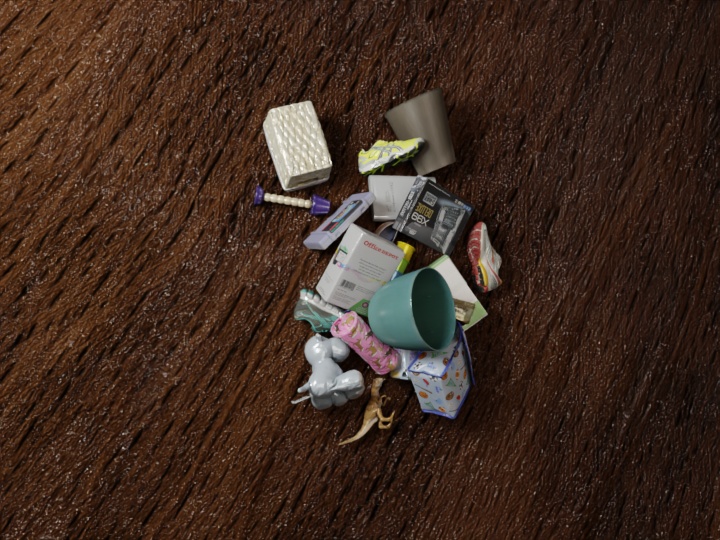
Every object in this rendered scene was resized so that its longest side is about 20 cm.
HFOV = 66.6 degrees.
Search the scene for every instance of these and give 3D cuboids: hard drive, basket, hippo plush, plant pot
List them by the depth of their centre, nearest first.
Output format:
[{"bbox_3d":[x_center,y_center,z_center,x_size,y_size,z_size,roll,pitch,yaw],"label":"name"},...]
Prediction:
[{"bbox_3d":[0.116,0.104,1.354,0.200,0.160,0.202,18,67,-48],"label":"plant pot"},{"bbox_3d":[-0.094,0.255,1.405,0.199,0.160,0.162,-2,57,-23],"label":"hippo plush"},{"bbox_3d":[-0.163,-0.329,1.445,0.135,0.123,0.201,-18,89,-16],"label":"basket"},{"bbox_3d":[0.183,-0.380,1.541,0.136,0.179,0.201,-34,103,-59],"label":"basket"},{"bbox_3d":[0.124,-0.203,1.551,0.198,0.027,0.133,-1,74,-16],"label":"hard drive"}]

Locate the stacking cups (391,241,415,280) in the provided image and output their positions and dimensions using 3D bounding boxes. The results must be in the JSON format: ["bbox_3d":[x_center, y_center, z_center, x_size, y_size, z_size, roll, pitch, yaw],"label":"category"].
[{"bbox_3d":[0.090,0.023,1.510,0.060,0.060,0.201,23,81,-12],"label":"stacking cups"}]

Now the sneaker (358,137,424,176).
[{"bbox_3d":[0.078,-0.326,1.496,0.199,0.075,0.077,-18,83,20],"label":"sneaker"}]

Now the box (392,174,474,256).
[{"bbox_3d":[0.201,-0.147,1.504,0.199,0.050,0.159,24,96,-36],"label":"box"}]

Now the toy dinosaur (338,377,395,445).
[{"bbox_3d":[0.032,0.389,1.456,0.106,0.060,0.201,19,72,12],"label":"toy dinosaur"}]

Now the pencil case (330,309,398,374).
[{"bbox_3d":[0.014,0.186,1.396,0.200,0.083,0.087,45,30,-30],"label":"pencil case"}]

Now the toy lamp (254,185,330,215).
[{"bbox_3d":[-0.180,-0.185,1.458,0.198,0.058,0.059,10,81,-15],"label":"toy lamp"}]

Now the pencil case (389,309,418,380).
[{"bbox_3d":[0.127,0.197,1.480,0.083,0.091,0.202,2,79,22],"label":"pencil case"}]

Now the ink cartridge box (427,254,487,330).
[{"bbox_3d":[0.237,0.078,1.527,0.145,0.048,0.201,-35,95,1],"label":"ink cartridge box"}]

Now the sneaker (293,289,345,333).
[{"bbox_3d":[-0.089,0.133,1.446,0.199,0.078,0.092,32,92,-6],"label":"sneaker"}]

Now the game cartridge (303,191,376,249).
[{"bbox_3d":[-0.056,-0.133,1.447,0.200,0.129,0.038,-46,106,-16],"label":"game cartridge"}]

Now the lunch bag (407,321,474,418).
[{"bbox_3d":[0.231,0.256,1.447,0.200,0.123,0.171,-50,135,-40],"label":"lunch bag"}]

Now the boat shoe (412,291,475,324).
[{"bbox_3d":[0.211,0.078,1.473,0.199,0.073,0.063,26,86,-7],"label":"boat shoe"}]

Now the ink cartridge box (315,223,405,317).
[{"bbox_3d":[0.000,0.000,1.414,0.144,0.084,0.201,23,103,-31],"label":"ink cartridge box"}]

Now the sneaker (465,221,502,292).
[{"bbox_3d":[0.361,-0.041,1.589,0.082,0.078,0.202,-10,95,-21],"label":"sneaker"}]

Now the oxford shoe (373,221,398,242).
[{"bbox_3d":[0.036,-0.057,1.493,0.071,0.073,0.201,35,76,-9],"label":"oxford shoe"}]
